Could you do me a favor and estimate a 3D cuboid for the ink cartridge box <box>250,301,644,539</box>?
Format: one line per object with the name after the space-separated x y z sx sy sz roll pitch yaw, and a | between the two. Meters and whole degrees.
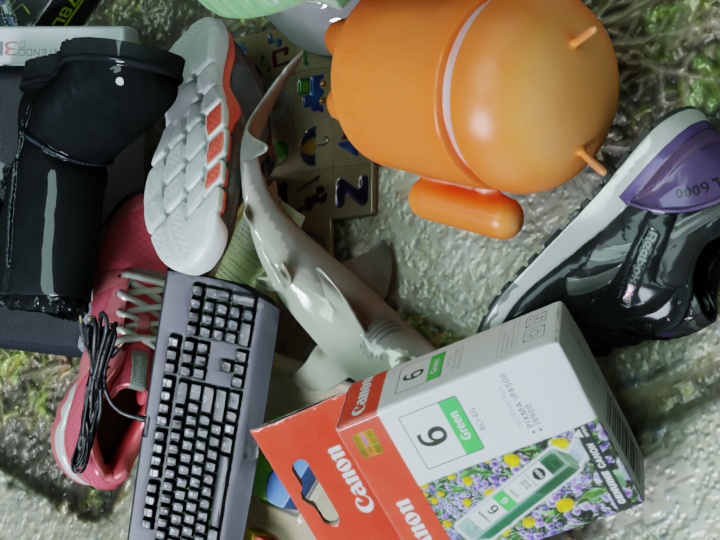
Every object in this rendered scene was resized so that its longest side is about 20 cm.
0.043 0.106 0.901 0.199 0.050 0.110 -23 111 19 | ink cartridge box

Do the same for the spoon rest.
-0.054 -0.199 1.085 0.198 0.061 0.100 17 85 25 | spoon rest

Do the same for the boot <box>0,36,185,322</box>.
-0.176 -0.053 1.019 0.198 0.073 0.164 -1 78 59 | boot

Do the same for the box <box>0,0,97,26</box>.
-0.266 -0.258 1.256 0.194 0.047 0.200 -52 57 22 | box

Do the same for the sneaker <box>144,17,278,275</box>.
-0.079 -0.073 1.027 0.077 0.082 0.201 -32 41 33 | sneaker

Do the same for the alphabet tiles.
-0.069 -0.077 1.102 0.199 0.006 0.168 -6 80 36 | alphabet tiles

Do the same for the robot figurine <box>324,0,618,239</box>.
0.063 -0.104 0.928 0.199 0.116 0.145 16 75 49 | robot figurine

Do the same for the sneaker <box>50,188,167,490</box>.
-0.143 0.049 1.069 0.087 0.073 0.202 -162 84 -69 | sneaker

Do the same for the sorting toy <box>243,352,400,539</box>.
-0.024 0.167 1.008 0.184 0.036 0.202 17 93 37 | sorting toy

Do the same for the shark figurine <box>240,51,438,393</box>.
-0.017 -0.012 0.986 0.215 0.089 0.128 57 145 -8 | shark figurine

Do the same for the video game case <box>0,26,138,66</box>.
-0.244 -0.075 1.190 0.180 0.024 0.202 4 92 27 | video game case

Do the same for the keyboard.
-0.122 0.096 1.006 0.126 0.021 0.202 13 104 12 | keyboard

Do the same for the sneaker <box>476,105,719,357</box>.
0.141 0.014 0.888 0.088 0.075 0.200 48 111 26 | sneaker

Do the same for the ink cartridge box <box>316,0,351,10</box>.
0.025 -0.215 0.955 0.146 0.048 0.200 -47 37 -8 | ink cartridge box

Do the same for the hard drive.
-0.215 -0.042 1.139 0.134 0.042 0.202 5 92 26 | hard drive

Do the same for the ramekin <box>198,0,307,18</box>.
-0.045 -0.235 0.919 0.199 0.098 0.201 -26 38 22 | ramekin

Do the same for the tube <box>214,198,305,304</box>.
-0.086 0.047 1.065 0.058 0.052 0.202 23 98 17 | tube
